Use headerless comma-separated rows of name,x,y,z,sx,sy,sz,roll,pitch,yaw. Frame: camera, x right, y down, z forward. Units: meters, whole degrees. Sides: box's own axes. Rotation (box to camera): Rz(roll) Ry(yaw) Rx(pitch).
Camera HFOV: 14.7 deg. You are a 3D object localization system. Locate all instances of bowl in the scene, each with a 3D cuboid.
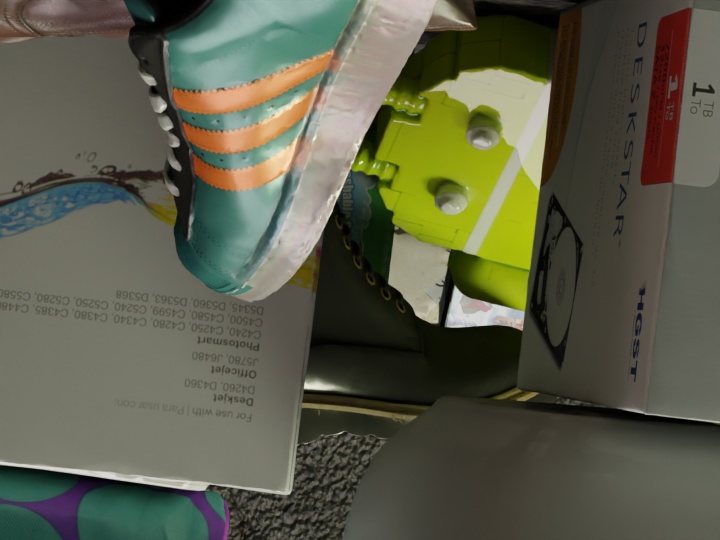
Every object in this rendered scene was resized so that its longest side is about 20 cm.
bowl,0.104,0.090,1.041,0.199,0.075,0.200,6,179,-16

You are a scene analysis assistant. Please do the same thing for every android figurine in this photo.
android figurine,0.090,-0.045,1.192,0.199,0.041,0.182,14,141,-11

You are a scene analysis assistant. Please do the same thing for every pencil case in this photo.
pencil case,-0.151,0.110,1.031,0.199,0.086,0.092,9,162,-12

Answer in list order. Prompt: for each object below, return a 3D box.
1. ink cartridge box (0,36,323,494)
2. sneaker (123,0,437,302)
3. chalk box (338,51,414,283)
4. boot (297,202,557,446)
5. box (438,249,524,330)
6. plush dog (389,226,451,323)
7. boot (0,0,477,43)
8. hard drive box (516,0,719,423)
ink cartridge box,-0.093,-0.025,1.042,0.145,0.201,0.147,7,178,-11
sneaker,-0.032,-0.066,0.786,0.080,0.072,0.200,17,142,-9
chalk box,-0.056,-0.054,1.262,0.199,0.125,0.125,7,180,-28
boot,0.000,0.000,1.188,0.199,0.139,0.077,-3,-170,-34
box,0.115,-0.022,1.282,0.136,0.040,0.200,6,141,-3
plush dog,0.029,-0.043,1.538,0.199,0.161,0.172,8,-155,7
boot,-0.070,-0.099,0.832,0.199,0.065,0.186,5,-178,17
hard drive box,0.122,-0.025,1.016,0.076,0.157,0.200,7,178,-9
